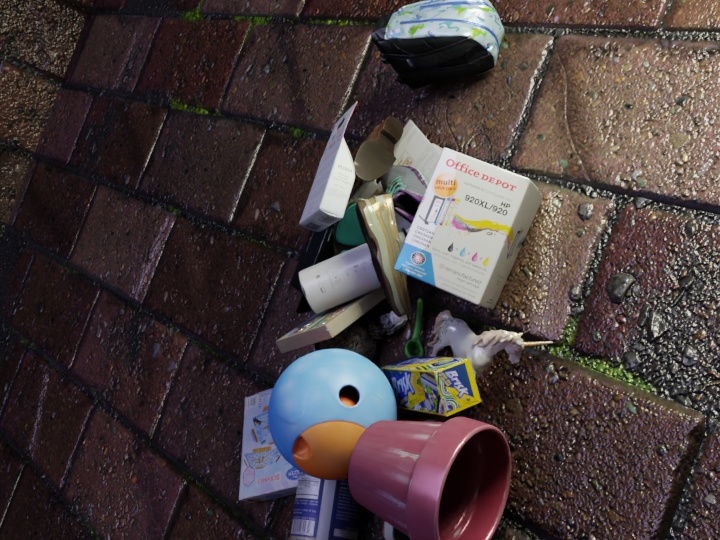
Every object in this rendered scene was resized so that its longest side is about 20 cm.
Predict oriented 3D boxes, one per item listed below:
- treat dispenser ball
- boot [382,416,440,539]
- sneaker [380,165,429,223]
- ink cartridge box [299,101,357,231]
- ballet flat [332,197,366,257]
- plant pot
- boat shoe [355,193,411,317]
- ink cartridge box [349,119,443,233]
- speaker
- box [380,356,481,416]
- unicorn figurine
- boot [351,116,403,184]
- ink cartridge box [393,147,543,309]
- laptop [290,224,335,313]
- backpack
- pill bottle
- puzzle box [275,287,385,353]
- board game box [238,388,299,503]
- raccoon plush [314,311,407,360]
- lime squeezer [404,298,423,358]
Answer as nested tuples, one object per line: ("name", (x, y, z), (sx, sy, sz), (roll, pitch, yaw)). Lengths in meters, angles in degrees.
("treat dispenser ball", (-0.043, 0.222, 1.569), (0.201, 0.200, 0.202), (-24, 56, 41))
("boot", (0.052, 0.328, 1.609), (0.144, 0.072, 0.201), (-1, 64, 49))
("sneaker", (0.076, -0.132, 1.707), (0.075, 0.087, 0.200), (-57, 42, 13))
("ink cartridge box", (-0.040, -0.175, 1.753), (0.160, 0.047, 0.201), (157, 134, -74))
("ballet flat", (-0.017, -0.057, 1.819), (0.074, 0.074, 0.201), (-121, 36, -45))
("plant pot", (0.089, 0.296, 1.444), (0.179, 0.200, 0.201), (10, 80, 36))
("boat shoe", (0.057, -0.027, 1.648), (0.072, 0.076, 0.201), (-152, 44, -77))
("ink cartridge box", (0.082, -0.141, 1.806), (0.200, 0.045, 0.176), (-52, 42, 18))
("speaker", (0.000, 0.000, 1.727), (0.199, 0.081, 0.081), (-23, 51, 8))
("box", (0.103, 0.172, 1.538), (0.200, 0.064, 0.070), (-10, 97, 68))
("unicorn figurine", (0.172, 0.126, 1.548), (0.200, 0.074, 0.138), (33, 119, 34))
("boot", (-0.016, -0.169, 1.821), (0.200, 0.064, 0.187), (-38, 11, 43))
("ink cartridge box", (0.167, -0.062, 1.551), (0.147, 0.145, 0.201), (23, 92, 17))
("laptop", (-0.093, -0.027, 1.893), (0.200, 0.103, 0.178), (36, 107, 53))
("backpack", (0.150, -0.400, 1.766), (0.200, 0.163, 0.154), (15, 70, 45))
("pill bottle", (-0.050, 0.366, 1.675), (0.111, 0.111, 0.201), (-10, 66, 47))
("puzzle box", (-0.040, 0.077, 1.752), (0.133, 0.200, 0.025), (-20, 100, 42))
("board game box", (-0.142, 0.311, 1.862), (0.200, 0.041, 0.200), (-22, 57, 42))
("raccoon plush", (-0.003, 0.161, 1.736), (0.200, 0.097, 0.134), (-32, 59, 36))
("lime squeezer", (0.079, 0.148, 1.694), (0.071, 0.038, 0.201), (-147, 79, -82))
